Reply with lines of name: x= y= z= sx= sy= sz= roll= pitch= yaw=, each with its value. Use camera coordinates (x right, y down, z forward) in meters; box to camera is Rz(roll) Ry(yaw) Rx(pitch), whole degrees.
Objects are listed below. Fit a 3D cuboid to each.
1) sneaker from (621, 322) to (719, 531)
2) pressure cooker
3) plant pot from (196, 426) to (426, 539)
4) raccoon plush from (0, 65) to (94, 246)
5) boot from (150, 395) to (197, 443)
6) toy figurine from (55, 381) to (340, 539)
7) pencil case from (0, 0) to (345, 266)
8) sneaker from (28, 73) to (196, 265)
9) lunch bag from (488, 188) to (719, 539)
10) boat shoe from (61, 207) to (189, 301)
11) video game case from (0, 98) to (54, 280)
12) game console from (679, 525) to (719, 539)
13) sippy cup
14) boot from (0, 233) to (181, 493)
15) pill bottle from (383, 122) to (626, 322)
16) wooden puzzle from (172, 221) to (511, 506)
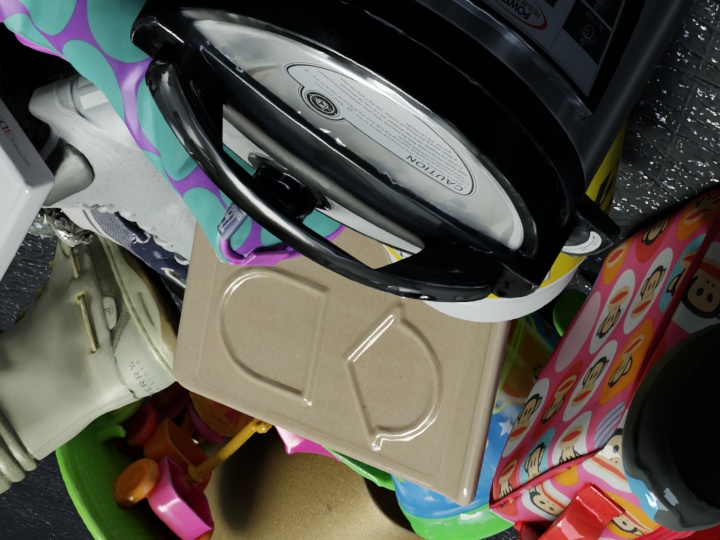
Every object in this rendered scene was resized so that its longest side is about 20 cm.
sneaker: x=0.191 y=0.038 z=1.204 sx=0.073 sy=0.200 sz=0.082 roll=60 pitch=153 yaw=-3
pressure cooker: x=0.023 y=-0.092 z=1.071 sx=0.176 sy=0.200 sz=0.179 roll=22 pitch=160 yaw=28
plant pot: x=-0.002 y=0.152 z=1.871 sx=0.186 sy=0.187 sz=0.200 roll=34 pitch=149 yaw=-13
raccoon plush: x=-0.209 y=-0.084 z=1.671 sx=0.134 sy=0.097 sz=0.200 roll=19 pitch=161 yaw=9
boot: x=-0.169 y=0.078 z=2.092 sx=0.138 sy=0.078 sz=0.200 roll=41 pitch=147 yaw=-19
toy figurine: x=-0.069 y=0.082 z=1.784 sx=0.150 sy=0.184 sz=0.200 roll=48 pitch=-162 yaw=-26
pencil case: x=-0.087 y=-0.089 z=1.354 sx=0.200 sy=0.092 sz=0.085 roll=47 pitch=-158 yaw=26
sneaker: x=-0.116 y=-0.042 z=1.586 sx=0.115 sy=0.075 sz=0.200 roll=-13 pitch=134 yaw=19
lunch bag: x=0.130 y=0.064 z=1.366 sx=0.082 sy=0.176 sz=0.200 roll=32 pitch=163 yaw=-6
boat shoe: x=-0.091 y=-0.031 z=1.662 sx=0.093 sy=0.075 sz=0.200 roll=12 pitch=164 yaw=33
video game case: x=-0.251 y=-0.067 z=1.611 sx=0.182 sy=0.024 sz=0.200 roll=55 pitch=144 yaw=13
game console: x=0.163 y=0.144 z=1.493 sx=0.118 sy=0.200 sz=0.172 roll=27 pitch=162 yaw=15
sippy cup: x=0.047 y=0.054 z=1.576 sx=0.130 sy=0.178 sz=0.140 roll=51 pitch=-172 yaw=-23
boot: x=-0.193 y=0.036 z=1.767 sx=0.072 sy=0.154 sz=0.200 roll=55 pitch=-179 yaw=-40
pill bottle: x=0.056 y=-0.054 z=1.265 sx=0.114 sy=0.114 sz=0.200 roll=27 pitch=163 yaw=10
wooden puzzle: x=0.000 y=0.000 z=1.483 sx=0.200 sy=0.186 sz=0.046 roll=23 pitch=-157 yaw=30
